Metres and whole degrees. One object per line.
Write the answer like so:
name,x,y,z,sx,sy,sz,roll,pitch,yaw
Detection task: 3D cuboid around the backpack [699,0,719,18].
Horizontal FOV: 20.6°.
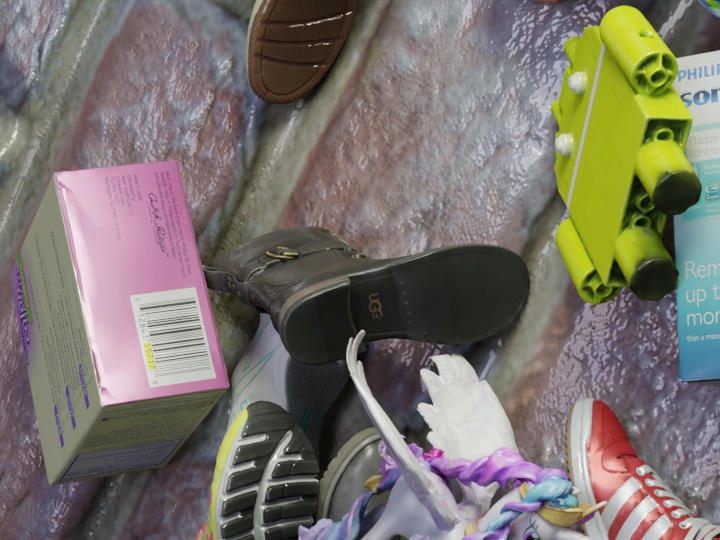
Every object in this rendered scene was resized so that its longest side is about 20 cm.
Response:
backpack,0.259,-0.240,1.190,0.162,0.154,0.202,11,105,23

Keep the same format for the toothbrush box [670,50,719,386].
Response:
toothbrush box,0.269,-0.034,1.182,0.145,0.085,0.202,-6,80,37

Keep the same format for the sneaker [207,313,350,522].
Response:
sneaker,-0.066,0.115,1.444,0.080,0.070,0.202,30,101,52

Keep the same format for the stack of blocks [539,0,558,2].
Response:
stack of blocks,0.137,-0.245,1.258,0.200,0.058,0.116,173,103,-74

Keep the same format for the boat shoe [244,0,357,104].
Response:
boat shoe,-0.036,-0.225,1.462,0.075,0.074,0.204,-120,49,-63

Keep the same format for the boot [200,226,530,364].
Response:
boot,0.000,0.000,1.376,0.174,0.198,0.070,-139,42,-65

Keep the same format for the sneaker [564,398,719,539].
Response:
sneaker,0.197,0.159,1.225,0.112,0.071,0.201,-23,59,21

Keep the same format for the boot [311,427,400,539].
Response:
boot,0.048,0.226,1.331,0.199,0.072,0.183,31,117,43

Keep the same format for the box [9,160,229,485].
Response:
box,-0.183,0.042,1.461,0.200,0.096,0.177,131,128,-60

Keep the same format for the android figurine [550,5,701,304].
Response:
android figurine,0.159,-0.075,1.239,0.201,0.041,0.183,-109,23,-52

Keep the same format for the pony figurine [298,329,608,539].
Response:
pony figurine,0.045,0.150,1.252,0.200,0.166,0.194,-47,65,23

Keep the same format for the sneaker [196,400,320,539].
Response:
sneaker,-0.084,0.184,1.370,0.090,0.078,0.202,23,112,54
